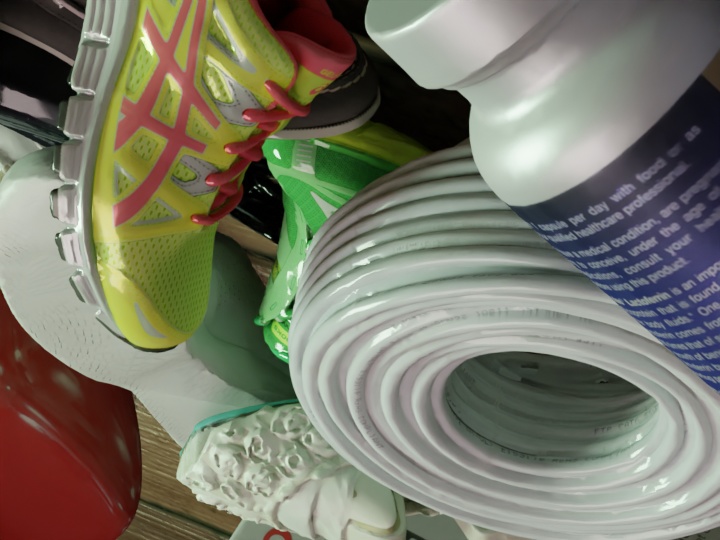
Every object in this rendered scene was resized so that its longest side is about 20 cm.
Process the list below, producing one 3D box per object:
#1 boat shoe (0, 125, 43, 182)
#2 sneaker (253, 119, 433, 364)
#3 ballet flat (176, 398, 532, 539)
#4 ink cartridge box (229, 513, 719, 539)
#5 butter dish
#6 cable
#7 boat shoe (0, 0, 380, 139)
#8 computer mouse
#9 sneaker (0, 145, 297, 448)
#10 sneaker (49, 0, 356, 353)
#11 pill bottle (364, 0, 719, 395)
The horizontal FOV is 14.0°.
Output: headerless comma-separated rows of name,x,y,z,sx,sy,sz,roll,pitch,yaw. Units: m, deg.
boat shoe,-0.148,-0.029,1.313,0.200,0.068,0.075,39,158,-15
sneaker,0.000,0.000,1.135,0.074,0.084,0.200,22,160,21
ballet flat,0.029,0.080,1.163,0.200,0.072,0.072,-7,159,-8
ink cartridge box,0.060,0.124,1.240,0.200,0.146,0.084,26,159,16
butter dish,-0.167,0.055,1.443,0.200,0.148,0.200,53,-165,-40
cable,0.075,0.030,1.048,0.200,0.069,0.200,35,141,-32
boat shoe,-0.084,-0.104,1.061,0.200,0.067,0.057,22,137,20
computer mouse,-0.097,-0.067,1.166,0.138,0.053,0.200,20,175,24
sneaker,-0.081,0.002,1.176,0.075,0.089,0.200,-18,137,21
sneaker,-0.048,-0.062,0.986,0.090,0.078,0.200,12,112,13
pill bottle,0.104,-0.041,0.858,0.200,0.116,0.116,40,158,-18
